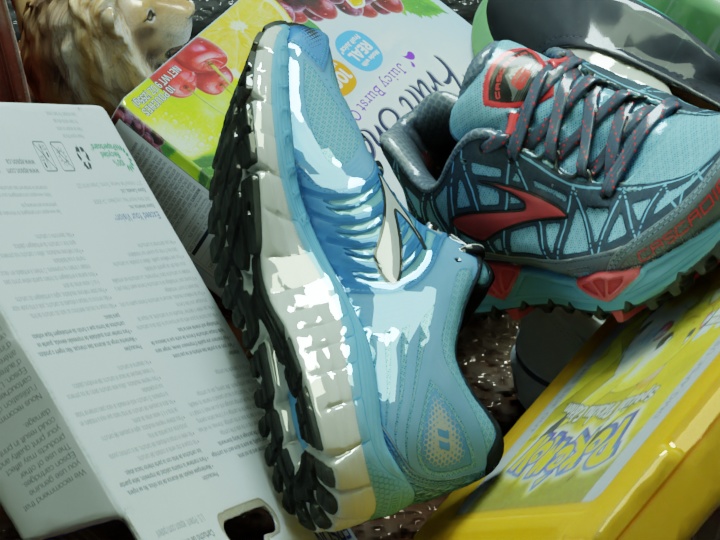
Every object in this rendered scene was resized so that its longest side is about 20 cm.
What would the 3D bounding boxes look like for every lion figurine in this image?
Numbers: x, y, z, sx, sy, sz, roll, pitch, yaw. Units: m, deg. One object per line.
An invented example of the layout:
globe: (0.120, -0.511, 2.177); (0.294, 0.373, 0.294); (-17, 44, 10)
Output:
lion figurine: (-0.127, -0.112, 1.196); (0.072, 0.123, 0.200); (-32, 41, -9)

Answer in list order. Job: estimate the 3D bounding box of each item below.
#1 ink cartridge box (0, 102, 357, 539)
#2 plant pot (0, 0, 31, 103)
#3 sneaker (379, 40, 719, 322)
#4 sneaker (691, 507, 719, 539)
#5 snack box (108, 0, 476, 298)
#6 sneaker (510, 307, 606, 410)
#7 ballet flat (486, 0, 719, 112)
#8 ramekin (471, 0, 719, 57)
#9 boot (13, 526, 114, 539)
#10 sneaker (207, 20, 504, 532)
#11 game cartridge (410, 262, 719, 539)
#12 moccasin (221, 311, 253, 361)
ink cartridge box: (-0.089, 0.034, 0.935); (0.043, 0.201, 0.196); (-31, -7, 14)
plant pot: (-0.257, -0.115, 1.167); (0.194, 0.201, 0.201); (-17, 39, -9)
sneaker: (0.071, -0.037, 0.970); (0.079, 0.096, 0.200); (-45, 18, -30)
sneaker: (0.128, 0.088, 0.901); (0.088, 0.080, 0.201); (22, 82, 30)
snack box: (-0.007, -0.051, 1.122); (0.142, 0.053, 0.200); (39, 38, 2)
sneaker: (0.153, 0.038, 1.044); (0.199, 0.071, 0.073); (10, 37, 13)
ballet flat: (0.122, -0.051, 1.042); (0.200, 0.073, 0.073); (32, 45, 16)
ramekin: (0.156, -0.105, 1.163); (0.199, 0.098, 0.200); (18, 32, -12)
boot: (-0.104, 0.161, 0.873); (0.155, 0.077, 0.200); (-28, 46, -32)
sneaker: (0.000, 0.000, 0.984); (0.089, 0.078, 0.201); (-5, 62, -18)
game cartridge: (0.086, 0.058, 0.912); (0.200, 0.032, 0.176); (-45, 8, -18)
moccasin: (-0.132, 0.008, 1.076); (0.201, 0.078, 0.074); (20, 38, 17)
